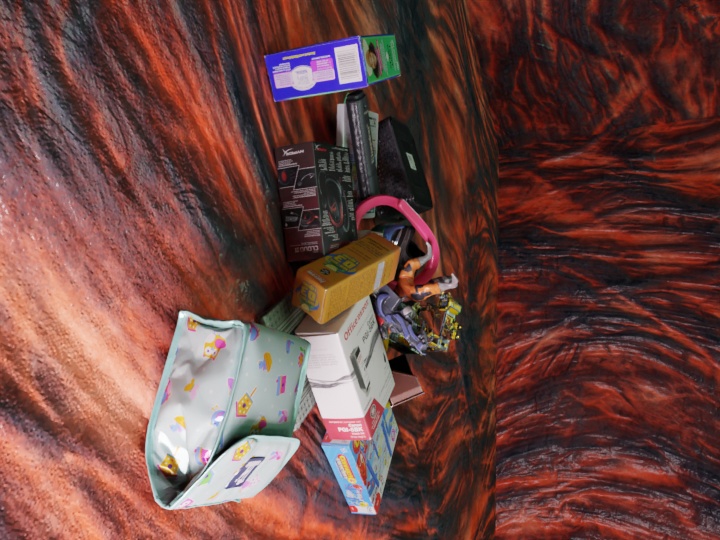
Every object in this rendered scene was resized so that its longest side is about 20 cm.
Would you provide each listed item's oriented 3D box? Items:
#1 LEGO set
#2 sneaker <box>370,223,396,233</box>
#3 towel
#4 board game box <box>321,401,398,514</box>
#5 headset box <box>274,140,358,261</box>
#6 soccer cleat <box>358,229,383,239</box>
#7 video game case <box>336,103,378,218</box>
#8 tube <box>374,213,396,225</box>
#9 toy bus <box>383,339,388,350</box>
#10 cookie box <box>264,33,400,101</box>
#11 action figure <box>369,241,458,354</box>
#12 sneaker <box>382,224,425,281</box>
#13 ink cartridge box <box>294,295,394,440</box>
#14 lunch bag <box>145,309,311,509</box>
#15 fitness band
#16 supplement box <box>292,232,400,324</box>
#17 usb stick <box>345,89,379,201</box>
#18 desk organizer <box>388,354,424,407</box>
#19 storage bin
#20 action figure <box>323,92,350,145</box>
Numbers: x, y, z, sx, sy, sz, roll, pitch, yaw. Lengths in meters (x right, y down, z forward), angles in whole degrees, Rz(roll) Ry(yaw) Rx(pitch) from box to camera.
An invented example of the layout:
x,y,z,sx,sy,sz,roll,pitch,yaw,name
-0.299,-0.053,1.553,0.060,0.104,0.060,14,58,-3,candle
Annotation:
x,y,z,sx,sy,sz,roll,pitch,yaw,name
0.115,0.105,1.204,0.115,0.198,0.157,31,75,-31,LEGO set
0.062,-0.034,1.241,0.202,0.081,0.123,79,13,-52,sneaker
-0.094,0.120,0.889,0.200,0.034,0.198,-45,125,-59,towel
0.007,0.322,1.063,0.202,0.054,0.199,-66,145,-50,board game box
-0.068,-0.104,0.923,0.148,0.073,0.206,-20,105,-66,headset box
0.000,0.000,1.073,0.070,0.076,0.204,60,34,-47,soccer cleat
-0.006,-0.202,1.043,0.142,0.018,0.206,-14,108,-62,video game case
0.074,-0.178,1.340,0.203,0.049,0.079,-75,157,-47,tube
0.018,0.102,1.089,0.203,0.076,0.066,-79,154,-47,toy bus
-0.038,-0.343,0.917,0.200,0.167,0.077,-51,135,-59,cookie box
0.093,0.068,0.980,0.104,0.193,0.201,40,12,-53,action figure
0.096,-0.005,1.117,0.072,0.080,0.203,-85,165,-52,sneaker
-0.020,0.151,0.907,0.147,0.081,0.205,-55,133,-56,ink cartridge box
-0.146,0.164,0.628,0.170,0.119,0.206,37,60,-65,lunch bag
0.061,-0.049,1.034,0.200,0.144,0.037,46,2,-18,fitness band
-0.018,0.007,0.870,0.199,0.066,0.070,-31,142,-45,supplement box
0.006,-0.223,1.008,0.055,0.032,0.205,-46,134,-49,usb stick
0.080,0.224,1.141,0.200,0.070,0.079,78,-9,-82,desk organizer
0.077,-0.220,1.217,0.134,0.092,0.205,-2,75,-63,storage bin
-0.037,-0.218,1.050,0.118,0.053,0.205,48,50,-59,action figure
